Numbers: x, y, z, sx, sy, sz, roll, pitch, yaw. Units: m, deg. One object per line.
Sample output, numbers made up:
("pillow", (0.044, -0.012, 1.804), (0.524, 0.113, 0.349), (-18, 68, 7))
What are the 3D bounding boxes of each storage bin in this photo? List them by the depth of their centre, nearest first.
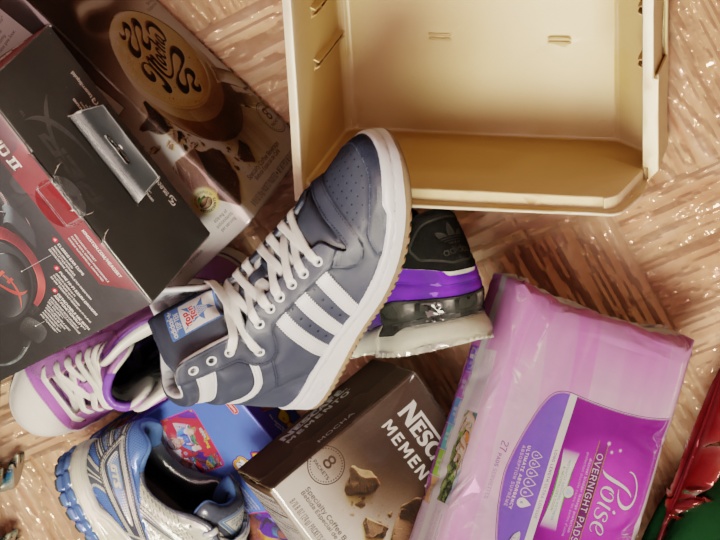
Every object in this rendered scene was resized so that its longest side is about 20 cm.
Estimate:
("storage bin", (0.065, -0.142, 1.185), (0.198, 0.094, 0.201), (4, 115, 15))

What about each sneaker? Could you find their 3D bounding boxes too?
("sneaker", (-0.049, 0.005, 1.176), (0.108, 0.070, 0.200), (0, 136, -26))
("sneaker", (0.001, 0.000, 1.268), (0.200, 0.069, 0.100), (-7, 95, 51))
("sneaker", (-0.159, 0.060, 1.337), (0.200, 0.114, 0.073), (-34, 103, 29))
("sneaker", (-0.099, 0.175, 1.345), (0.085, 0.077, 0.200), (-37, 101, 23))

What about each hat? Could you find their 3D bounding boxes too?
("hat", (0.195, 0.126, 1.299), (0.200, 0.166, 0.176), (-29, 70, 18))

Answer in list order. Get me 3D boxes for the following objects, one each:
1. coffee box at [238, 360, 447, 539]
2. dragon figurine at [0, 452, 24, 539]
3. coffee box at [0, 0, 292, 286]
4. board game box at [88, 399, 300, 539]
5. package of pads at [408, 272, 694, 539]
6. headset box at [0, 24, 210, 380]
("coffee box", (0.034, 0.168, 1.314), (0.113, 0.080, 0.200), (-38, 102, -12))
("dragon figurine", (-0.283, 0.162, 1.451), (0.099, 0.059, 0.201), (12, 113, 13))
("coffee box", (-0.140, -0.098, 1.256), (0.200, 0.113, 0.080), (43, 119, -7))
("board game box", (-0.072, 0.159, 1.396), (0.134, 0.045, 0.200), (-33, 102, 27))
("package of pads", (0.107, 0.112, 1.244), (0.120, 0.076, 0.201), (18, 88, -16))
("headset box", (-0.192, -0.031, 1.198), (0.200, 0.075, 0.149), (-26, 108, 39))
